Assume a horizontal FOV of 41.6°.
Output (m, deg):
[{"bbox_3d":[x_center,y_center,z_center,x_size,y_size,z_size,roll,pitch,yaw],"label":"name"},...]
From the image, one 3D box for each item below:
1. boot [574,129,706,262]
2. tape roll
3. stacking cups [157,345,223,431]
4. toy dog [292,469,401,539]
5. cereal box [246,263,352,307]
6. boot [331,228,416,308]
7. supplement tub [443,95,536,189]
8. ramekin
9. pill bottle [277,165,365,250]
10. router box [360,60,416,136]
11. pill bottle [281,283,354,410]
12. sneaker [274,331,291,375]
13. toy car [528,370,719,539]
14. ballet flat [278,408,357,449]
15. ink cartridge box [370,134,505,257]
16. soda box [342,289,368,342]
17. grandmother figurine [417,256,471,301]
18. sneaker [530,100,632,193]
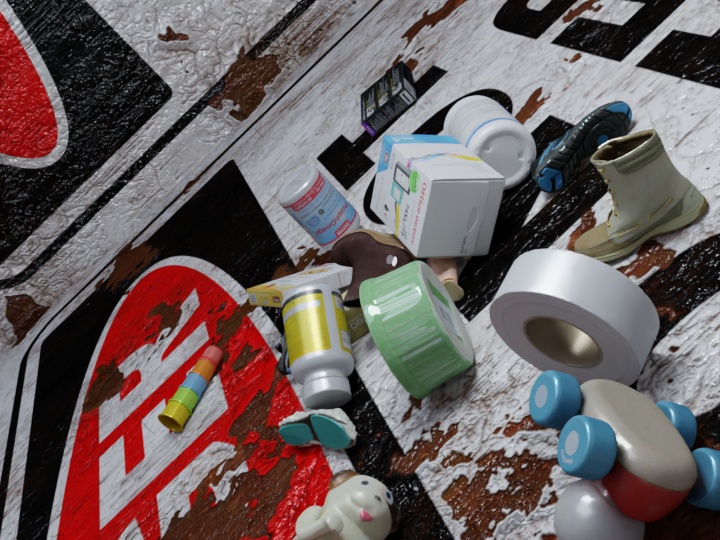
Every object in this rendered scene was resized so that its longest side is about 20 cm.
[{"bbox_3d":[0.362,-0.103,1.342,0.200,0.155,0.072,-28,29,32],"label":"boot"},{"bbox_3d":[0.265,0.064,1.184,0.202,0.202,0.071,-8,44,53],"label":"tape roll"},{"bbox_3d":[-0.360,0.248,2.030,0.060,0.061,0.200,-19,33,43],"label":"stacking cups"},{"bbox_3d":[-0.028,0.370,1.271,0.200,0.139,0.194,-52,-11,-12],"label":"toy dog"},{"bbox_3d":[-0.106,0.026,1.884,0.199,0.040,0.144,-19,10,-33],"label":"cereal box"},{"bbox_3d":[0.000,0.000,1.680,0.199,0.073,0.167,-6,36,37],"label":"boot"},{"bbox_3d":[0.239,-0.241,1.777,0.132,0.132,0.200,-40,26,10],"label":"supplement tub"},{"bbox_3d":[0.090,0.083,1.436,0.097,0.200,0.200,-28,28,14],"label":"ramekin"},{"bbox_3d":[-0.072,-0.114,1.973,0.109,0.200,0.109,-35,26,20],"label":"pill bottle"},{"bbox_3d":[0.069,-0.447,2.448,0.149,0.051,0.200,-37,26,21],"label":"router box"},{"bbox_3d":[-0.071,0.133,1.638,0.111,0.111,0.201,-30,54,28],"label":"pill bottle"},{"bbox_3d":[-0.127,0.125,1.844,0.083,0.071,0.200,-29,30,25],"label":"sneaker"},{"bbox_3d":[0.259,0.237,1.018,0.177,0.184,0.201,-113,42,-64],"label":"toy car"},{"bbox_3d":[-0.061,0.251,1.559,0.200,0.072,0.072,-10,41,51],"label":"ballet flat"},{"bbox_3d":[0.130,-0.132,1.649,0.200,0.145,0.147,-130,43,-53],"label":"ink cartridge box"},{"bbox_3d":[-0.019,0.084,1.750,0.200,0.064,0.068,-35,26,19],"label":"soda box"},{"bbox_3d":[0.140,-0.015,1.674,0.121,0.061,0.200,-6,33,12],"label":"grandmother figurine"},{"bbox_3d":[0.369,-0.222,1.616,0.200,0.073,0.082,-39,24,10],"label":"sneaker"}]
